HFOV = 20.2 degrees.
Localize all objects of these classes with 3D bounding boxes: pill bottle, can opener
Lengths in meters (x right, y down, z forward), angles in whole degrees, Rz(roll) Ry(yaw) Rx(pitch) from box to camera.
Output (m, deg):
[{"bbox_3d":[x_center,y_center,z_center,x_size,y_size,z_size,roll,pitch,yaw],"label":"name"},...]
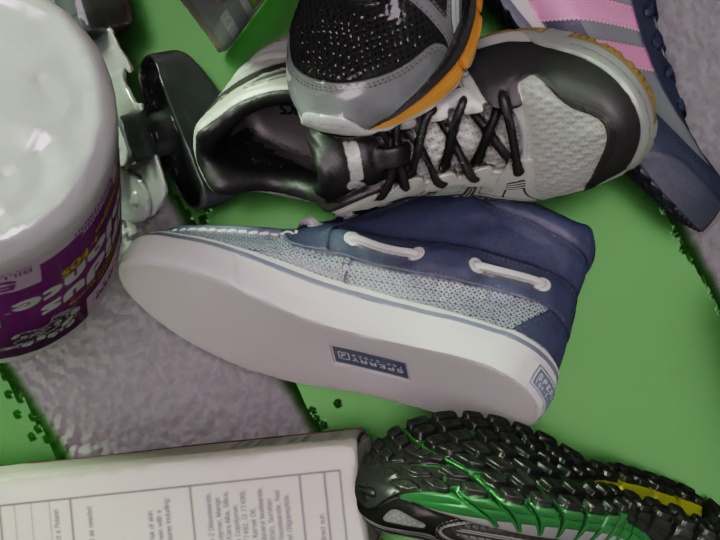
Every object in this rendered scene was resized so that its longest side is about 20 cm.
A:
[{"bbox_3d":[-0.150,-0.027,0.806,0.111,0.200,0.113,2,73,-5],"label":"pill bottle"},{"bbox_3d":[-0.114,-0.117,0.896,0.066,0.053,0.202,-19,89,-33],"label":"can opener"}]

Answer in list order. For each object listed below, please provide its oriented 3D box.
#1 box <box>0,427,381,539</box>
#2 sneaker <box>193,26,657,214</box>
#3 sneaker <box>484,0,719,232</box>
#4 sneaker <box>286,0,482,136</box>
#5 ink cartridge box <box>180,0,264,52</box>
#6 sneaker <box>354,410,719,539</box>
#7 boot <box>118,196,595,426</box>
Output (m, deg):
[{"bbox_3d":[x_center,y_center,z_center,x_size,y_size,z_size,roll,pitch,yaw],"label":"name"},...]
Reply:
[{"bbox_3d":[-0.088,0.141,0.850,0.198,0.109,0.129,-6,88,2],"label":"box"},{"bbox_3d":[0.022,-0.050,0.828,0.198,0.088,0.076,1,117,31],"label":"sneaker"},{"bbox_3d":[0.108,-0.113,0.870,0.082,0.070,0.201,-37,89,2],"label":"sneaker"},{"bbox_3d":[0.018,-0.144,0.802,0.078,0.077,0.201,12,65,22],"label":"sneaker"},{"bbox_3d":[-0.046,-0.193,0.812,0.084,0.200,0.176,35,89,4],"label":"ink cartridge box"},{"bbox_3d":[0.078,0.119,0.825,0.199,0.078,0.086,23,101,-31],"label":"sneaker"},{"bbox_3d":[0.000,0.000,0.881,0.198,0.073,0.091,17,59,13],"label":"boot"}]
